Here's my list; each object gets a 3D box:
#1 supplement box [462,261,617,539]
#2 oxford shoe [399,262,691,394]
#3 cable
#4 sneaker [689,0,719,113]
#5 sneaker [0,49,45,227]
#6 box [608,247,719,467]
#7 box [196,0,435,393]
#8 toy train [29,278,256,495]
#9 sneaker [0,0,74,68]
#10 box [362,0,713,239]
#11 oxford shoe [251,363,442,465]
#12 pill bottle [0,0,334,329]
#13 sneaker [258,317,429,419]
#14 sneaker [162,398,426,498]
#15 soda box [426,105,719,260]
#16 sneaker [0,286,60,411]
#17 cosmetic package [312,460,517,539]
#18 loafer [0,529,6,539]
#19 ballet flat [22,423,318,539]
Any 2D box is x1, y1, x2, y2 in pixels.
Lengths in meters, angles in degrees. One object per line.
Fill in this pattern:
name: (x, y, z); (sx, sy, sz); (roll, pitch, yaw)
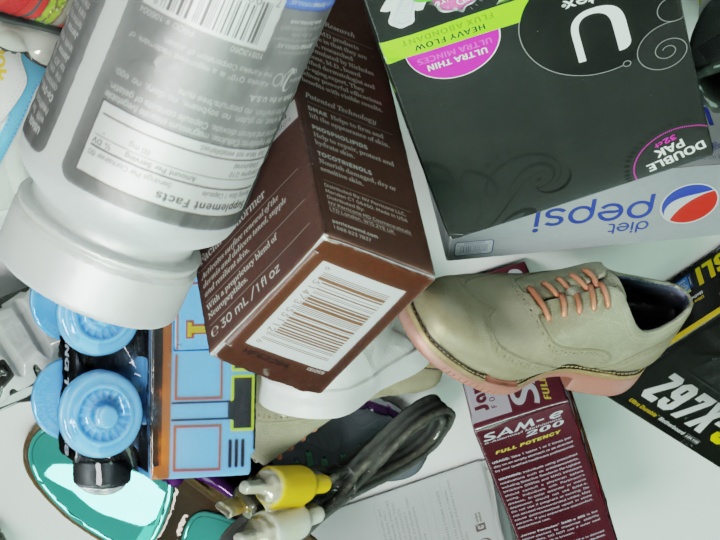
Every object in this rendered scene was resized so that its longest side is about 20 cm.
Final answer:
supplement box: (0.104, 0.099, 1.736); (0.061, 0.109, 0.200); (-18, 141, 4)
oxford shoe: (0.100, 0.020, 1.579); (0.199, 0.071, 0.074); (2, 143, -49)
cable: (-0.014, 0.135, 1.685); (0.199, 0.050, 0.097); (-15, 132, -43)
sneaker: (0.261, -0.095, 1.505); (0.199, 0.085, 0.075); (14, 143, 19)
sneaker: (-0.207, -0.041, 1.504); (0.080, 0.077, 0.200); (9, 136, -17)
box: (0.259, 0.054, 1.775); (0.159, 0.050, 0.200); (-33, 137, 25)
box: (-0.033, -0.052, 1.444); (0.075, 0.201, 0.100); (21, 129, -31)
toy train: (-0.112, 0.017, 1.527); (0.114, 0.087, 0.201); (-2, 97, -21)
sneaker: (-0.151, -0.150, 1.411); (0.200, 0.077, 0.085); (27, 108, -44)
box: (0.078, -0.139, 1.432); (0.148, 0.125, 0.200); (-17, 141, 4)
oxford shoe: (-0.044, 0.070, 1.664); (0.199, 0.071, 0.074); (-3, 105, -20)
pill bottle: (-0.093, -0.081, 1.371); (0.113, 0.114, 0.201); (14, 111, -30)
sneaker: (0.000, 0.000, 1.583); (0.073, 0.200, 0.116); (8, 105, 13)
sneaker: (-0.044, 0.115, 1.729); (0.199, 0.088, 0.074); (14, 134, -29)
soda box: (0.138, -0.058, 1.590); (0.199, 0.068, 0.064); (-6, 141, -10)
sneaker: (-0.197, 0.050, 1.602); (0.199, 0.067, 0.091); (-28, 163, -9)
cosmetic package: (0.007, 0.209, 1.863); (0.199, 0.081, 0.113); (-17, 140, 6)
loafer: (-0.289, 0.156, 1.717); (0.070, 0.075, 0.200); (-34, 137, 18)
ballet flat: (-0.107, 0.143, 1.744); (0.199, 0.072, 0.068); (23, 98, 3)
